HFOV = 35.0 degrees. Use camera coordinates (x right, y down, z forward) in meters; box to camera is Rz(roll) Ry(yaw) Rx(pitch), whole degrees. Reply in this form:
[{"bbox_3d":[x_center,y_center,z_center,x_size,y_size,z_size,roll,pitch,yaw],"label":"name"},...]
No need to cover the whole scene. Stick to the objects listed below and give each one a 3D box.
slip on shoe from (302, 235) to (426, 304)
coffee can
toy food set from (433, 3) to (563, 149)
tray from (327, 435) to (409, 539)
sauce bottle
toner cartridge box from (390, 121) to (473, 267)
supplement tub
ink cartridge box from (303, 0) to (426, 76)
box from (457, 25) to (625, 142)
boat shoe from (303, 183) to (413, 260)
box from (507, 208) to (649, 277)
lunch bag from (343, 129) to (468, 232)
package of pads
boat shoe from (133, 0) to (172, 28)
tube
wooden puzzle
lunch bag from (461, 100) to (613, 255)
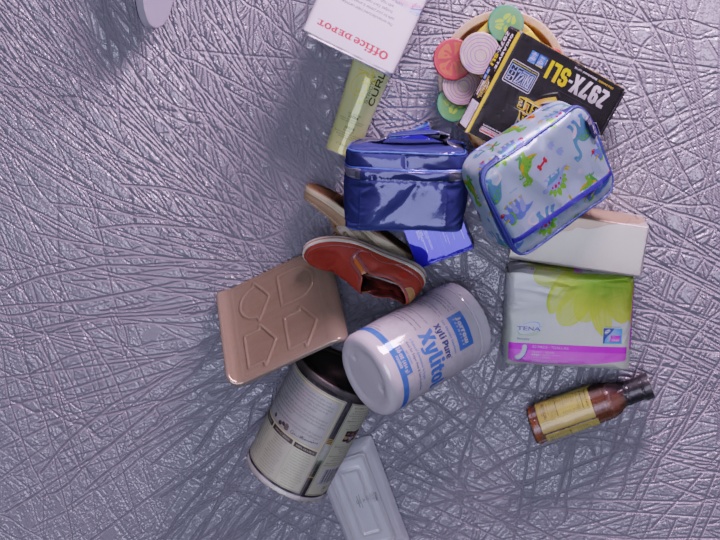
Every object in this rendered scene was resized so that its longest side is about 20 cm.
[{"bbox_3d":[0.000,0.000,1.722,0.197,0.062,0.075,18,145,15],"label":"slip on shoe"},{"bbox_3d":[-0.076,0.239,1.801,0.145,0.146,0.202,28,106,-1],"label":"coffee can"},{"bbox_3d":[0.205,-0.283,1.685,0.198,0.049,0.200,44,105,-5],"label":"toy food set"},{"bbox_3d":[0.001,0.380,1.893,0.106,0.022,0.203,-18,102,10],"label":"tray"},{"bbox_3d":[0.360,0.212,1.786,0.197,0.066,0.067,-19,102,10],"label":"sauce bottle"},{"bbox_3d":[0.097,-0.115,1.744,0.094,0.043,0.203,-19,101,10],"label":"toner cartridge box"},{"bbox_3d":[0.083,0.116,1.711,0.198,0.131,0.134,-28,103,-28],"label":"supplement tub"},{"bbox_3d":[0.023,-0.400,1.643,0.143,0.084,0.202,25,95,0],"label":"ink cartridge box"},{"bbox_3d":[0.261,-0.235,1.645,0.198,0.049,0.161,23,102,-23],"label":"box"},{"bbox_3d":[-0.013,-0.058,1.757,0.199,0.071,0.065,37,105,-5],"label":"boat shoe"},{"bbox_3d":[0.322,-0.051,1.708,0.197,0.095,0.079,8,105,3],"label":"box"},{"bbox_3d":[0.073,-0.134,1.648,0.197,0.136,0.135,0,105,3],"label":"lunch bag"},{"bbox_3d":[0.316,0.065,1.750,0.197,0.068,0.157,2,105,6],"label":"package of pads"},{"bbox_3d":[-0.330,-0.463,1.701,0.069,0.071,0.203,7,111,33],"label":"boat shoe"},{"bbox_3d":[0.003,-0.270,1.715,0.058,0.052,0.203,12,103,-43],"label":"tube"},{"bbox_3d":[-0.120,0.075,1.770,0.198,0.187,0.046,-22,140,10],"label":"wooden puzzle"},{"bbox_3d":[0.253,-0.129,1.601,0.199,0.082,0.162,-32,116,-13],"label":"lunch bag"}]
